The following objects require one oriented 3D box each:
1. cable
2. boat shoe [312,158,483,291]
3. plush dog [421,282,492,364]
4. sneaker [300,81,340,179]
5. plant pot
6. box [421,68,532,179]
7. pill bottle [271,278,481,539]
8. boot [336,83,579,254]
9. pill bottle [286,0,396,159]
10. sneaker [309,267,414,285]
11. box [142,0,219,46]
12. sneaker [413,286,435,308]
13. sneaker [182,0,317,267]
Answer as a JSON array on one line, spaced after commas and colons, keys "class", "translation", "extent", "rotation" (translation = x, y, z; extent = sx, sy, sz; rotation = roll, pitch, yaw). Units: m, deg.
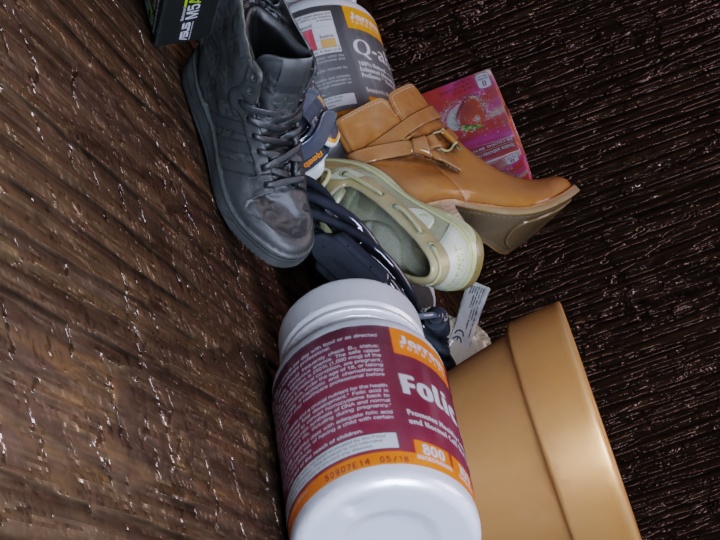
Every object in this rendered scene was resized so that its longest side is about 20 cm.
[{"class": "cable", "translation": [0.000, 0.000, 1.413], "extent": [0.200, 0.051, 0.163], "rotation": [40, -3, 27]}, {"class": "boat shoe", "translation": [0.002, -0.036, 1.500], "extent": [0.063, 0.200, 0.073], "rotation": [-6, 118, -51]}, {"class": "plush dog", "translation": [0.049, 0.099, 1.580], "extent": [0.172, 0.160, 0.201], "rotation": [150, -76, -70]}, {"class": "sneaker", "translation": [-0.059, -0.115, 1.433], "extent": [0.080, 0.078, 0.200], "rotation": [60, 2, 12]}, {"class": "plant pot", "translation": [0.105, 0.137, 1.344], "extent": [0.200, 0.139, 0.201], "rotation": [-18, 90, -84]}, {"class": "box", "translation": [0.052, -0.095, 1.812], "extent": [0.100, 0.199, 0.096], "rotation": [58, 13, -64]}, {"class": "pill bottle", "translation": [0.005, 0.102, 1.197], "extent": [0.200, 0.114, 0.114], "rotation": [-101, 170, -52]}, {"class": "boot", "translation": [0.081, -0.087, 1.597], "extent": [0.200, 0.074, 0.155], "rotation": [-20, 71, -44]}, {"class": "pill bottle", "translation": [-0.030, -0.166, 1.695], "extent": [0.116, 0.116, 0.201], "rotation": [60, 13, -60]}, {"class": "sneaker", "translation": [-0.003, -0.010, 1.672], "extent": [0.200, 0.115, 0.075], "rotation": [-18, -101, 61]}, {"class": "box", "translation": [-0.124, -0.268, 1.202], "extent": [0.200, 0.047, 0.194], "rotation": [121, -48, -68]}, {"class": "sneaker", "translation": [0.032, 0.046, 1.855], "extent": [0.200, 0.070, 0.100], "rotation": [49, 26, -64]}, {"class": "sneaker", "translation": [-0.065, -0.110, 1.278], "extent": [0.104, 0.060, 0.200], "rotation": [-40, -112, 50]}]
